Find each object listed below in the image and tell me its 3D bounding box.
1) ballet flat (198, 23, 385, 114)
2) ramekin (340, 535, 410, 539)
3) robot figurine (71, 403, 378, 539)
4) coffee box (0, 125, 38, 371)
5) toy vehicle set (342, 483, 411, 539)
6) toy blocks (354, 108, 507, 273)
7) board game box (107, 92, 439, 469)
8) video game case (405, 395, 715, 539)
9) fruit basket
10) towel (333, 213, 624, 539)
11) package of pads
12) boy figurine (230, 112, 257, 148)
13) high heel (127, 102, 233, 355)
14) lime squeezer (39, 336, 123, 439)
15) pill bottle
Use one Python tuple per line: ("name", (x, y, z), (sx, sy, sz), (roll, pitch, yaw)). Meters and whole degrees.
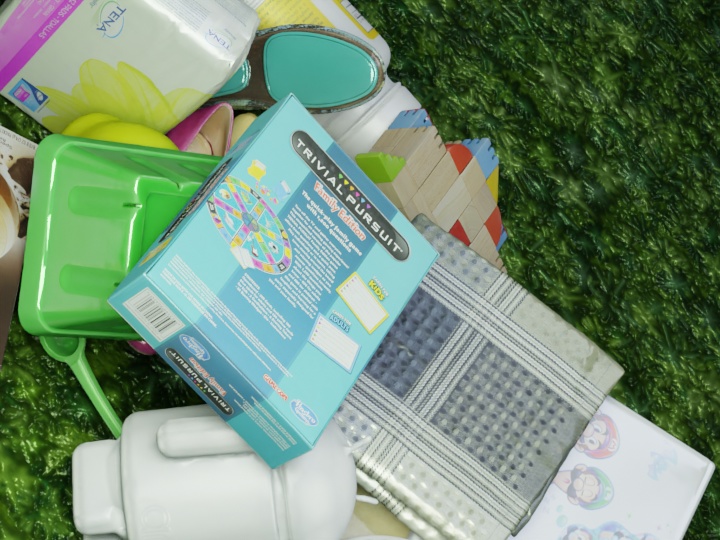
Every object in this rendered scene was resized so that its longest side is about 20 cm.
("ballet flat", (-0.073, -0.159, 1.635), (0.199, 0.074, 0.074), (2, 43, 12))
("ramekin", (0.025, 0.272, 1.371), (0.201, 0.094, 0.203), (5, 75, -18))
("robot figurine", (-0.089, 0.144, 1.373), (0.199, 0.170, 0.113), (-7, 59, 0))
("coffee box", (-0.288, -0.013, 1.380), (0.113, 0.080, 0.201), (27, 44, -25))
("toy vehicle set", (0.062, 0.199, 1.493), (0.199, 0.027, 0.125), (-7, 78, -19))
("toy blocks", (0.067, -0.052, 1.679), (0.137, 0.100, 0.200), (-54, 127, -38))
("board game box", (-0.051, 0.004, 1.326), (0.151, 0.047, 0.200), (47, 45, -12))
("video game case", (0.142, 0.179, 1.496), (0.182, 0.024, 0.200), (32, 69, -8))
("fruit basket", (-0.152, -0.029, 1.435), (0.215, 0.215, 0.156), (6, 91, -40))
("towel", (0.063, 0.086, 1.474), (0.200, 0.035, 0.193), (38, 67, 3))
("package of pads", (-0.181, -0.164, 1.506), (0.154, 0.200, 0.068), (37, 52, -15))
("boy figurine", (-0.070, -0.030, 1.611), (0.124, 0.064, 0.201), (-8, 65, -46))
("high heel", (-0.132, -0.034, 1.528), (0.067, 0.096, 0.201), (31, 42, -21))
("lime squeezer", (-0.206, 0.035, 1.464), (0.071, 0.038, 0.201), (45, 24, -59))
("pill bottle", (-0.046, -0.181, 1.716), (0.200, 0.111, 0.111), (46, 39, -3))
